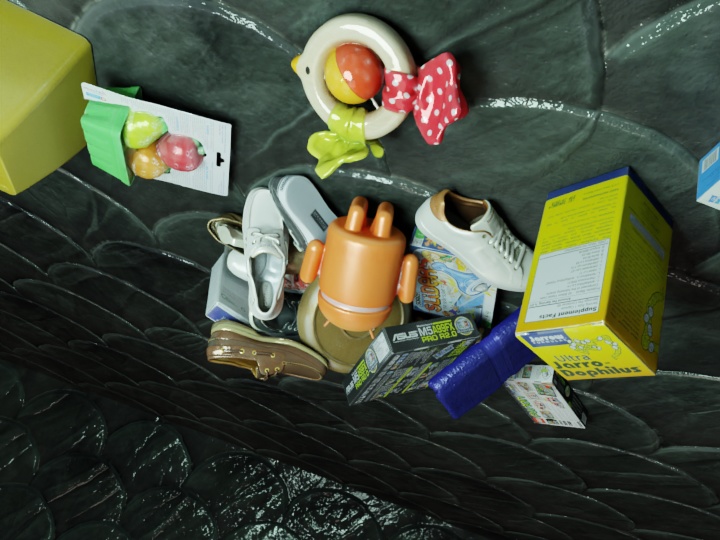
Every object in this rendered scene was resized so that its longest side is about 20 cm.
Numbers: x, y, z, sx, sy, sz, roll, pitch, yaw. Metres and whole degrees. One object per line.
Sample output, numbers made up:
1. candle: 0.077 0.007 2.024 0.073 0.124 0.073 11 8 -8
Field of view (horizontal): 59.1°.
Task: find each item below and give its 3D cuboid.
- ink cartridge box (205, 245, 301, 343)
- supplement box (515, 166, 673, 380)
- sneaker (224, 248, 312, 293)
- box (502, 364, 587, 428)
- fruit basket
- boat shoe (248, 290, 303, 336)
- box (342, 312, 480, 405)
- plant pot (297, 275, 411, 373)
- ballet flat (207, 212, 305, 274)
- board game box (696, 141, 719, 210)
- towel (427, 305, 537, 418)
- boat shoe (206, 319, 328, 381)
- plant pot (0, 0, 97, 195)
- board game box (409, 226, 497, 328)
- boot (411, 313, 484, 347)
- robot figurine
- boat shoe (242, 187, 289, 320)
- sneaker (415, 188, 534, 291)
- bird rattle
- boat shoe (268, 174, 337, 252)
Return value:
1. ink cartridge box: -0.180 0.062 1.134 0.196 0.201 0.043 37 110 -26
2. supplement box: 0.265 0.006 0.709 0.109 0.202 0.108 37 149 -27
3. sneaker: -0.125 -0.002 1.069 0.199 0.068 0.108 17 171 -16
4. box: 0.358 0.246 1.237 0.109 0.035 0.200 -3 143 38
5. fruit basket: -0.283 -0.184 0.908 0.198 0.095 0.186 8 154 -9
6. boat shoe: -0.109 0.074 1.068 0.065 0.075 0.199 7 173 26
7. box: 0.075 0.144 1.011 0.159 0.045 0.200 -8 151 -27
8. plant pot: -0.005 0.079 1.044 0.199 0.201 0.027 33 -176 -21
9. ballet flat: -0.172 -0.043 1.019 0.199 0.068 0.072 28 -162 28
10. board game box: 0.445 -0.099 0.554 0.194 0.056 0.200 21 152 1
11. towel: 0.203 0.145 1.021 0.050 0.199 0.148 50 178 38
12. boat shoe: -0.150 0.144 1.017 0.198 0.068 0.072 20 146 -11
13. plant pot: -0.491 -0.226 0.857 0.198 0.178 0.200 24 152 -6
14. board game box: 0.147 0.015 0.983 0.134 0.035 0.201 13 151 15
15. boot: 0.123 0.105 1.116 0.154 0.077 0.200 30 167 -4
16. robot figurine: -0.002 -0.001 0.909 0.143 0.202 0.116 -5 -154 -35
17. boat shoe: -0.138 -0.029 0.942 0.070 0.203 0.069 -4 175 -10
18. sneaker: 0.171 -0.038 0.832 0.199 0.073 0.085 28 154 -9
19. bird rattle: 0.010 -0.187 0.667 0.199 0.113 0.164 -18 117 46
20. boat shoe: -0.074 -0.059 0.960 0.068 0.074 0.200 14 150 50
